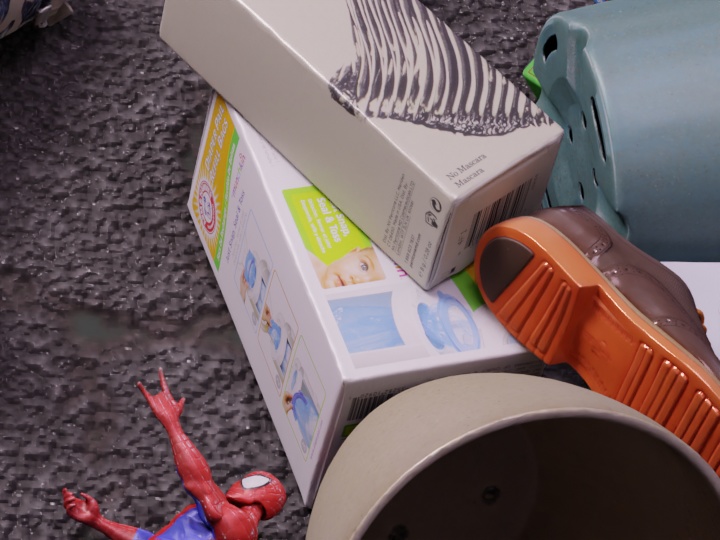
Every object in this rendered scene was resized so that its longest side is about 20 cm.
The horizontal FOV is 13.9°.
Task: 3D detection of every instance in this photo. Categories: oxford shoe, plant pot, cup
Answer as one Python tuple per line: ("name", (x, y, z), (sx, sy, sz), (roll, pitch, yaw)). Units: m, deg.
("oxford shoe", (0.143, 0.040, 1.356), (0.073, 0.071, 0.200), (-25, 65, -41))
("plant pot", (0.200, -0.071, 1.525), (0.195, 0.201, 0.201), (-9, 52, -11))
("cup", (0.054, 0.125, 1.325), (0.199, 0.202, 0.143), (-4, 23, -18))

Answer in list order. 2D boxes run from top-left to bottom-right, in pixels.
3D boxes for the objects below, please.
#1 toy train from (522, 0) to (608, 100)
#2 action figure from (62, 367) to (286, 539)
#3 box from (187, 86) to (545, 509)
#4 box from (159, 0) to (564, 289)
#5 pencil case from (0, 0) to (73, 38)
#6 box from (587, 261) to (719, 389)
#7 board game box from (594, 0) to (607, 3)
("toy train", (0.167, -0.159, 1.625), (0.200, 0.042, 0.056), (-48, 53, -9))
("action figure", (-0.124, 0.123, 1.338), (0.199, 0.065, 0.099), (-27, 78, -32))
("box", (0.000, 0.000, 1.457), (0.112, 0.102, 0.201), (-9, 53, -21))
("box", (-0.002, -0.090, 1.419), (0.082, 0.069, 0.200), (-33, 65, -33))
("pencil case", (-0.212, -0.137, 1.501), (0.090, 0.078, 0.200), (51, 33, -6))
("box", (0.218, 0.098, 1.434), (0.175, 0.097, 0.201), (0, 50, -14))
("board game box", (0.203, -0.182, 1.707), (0.151, 0.045, 0.200), (-21, 59, -28))
